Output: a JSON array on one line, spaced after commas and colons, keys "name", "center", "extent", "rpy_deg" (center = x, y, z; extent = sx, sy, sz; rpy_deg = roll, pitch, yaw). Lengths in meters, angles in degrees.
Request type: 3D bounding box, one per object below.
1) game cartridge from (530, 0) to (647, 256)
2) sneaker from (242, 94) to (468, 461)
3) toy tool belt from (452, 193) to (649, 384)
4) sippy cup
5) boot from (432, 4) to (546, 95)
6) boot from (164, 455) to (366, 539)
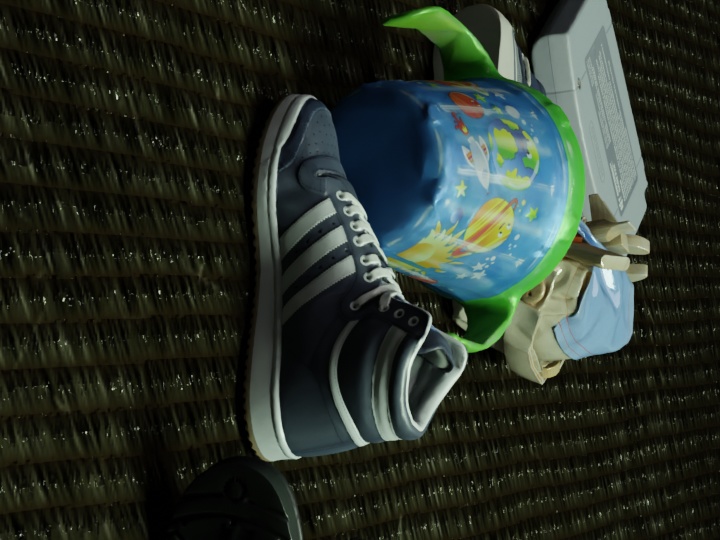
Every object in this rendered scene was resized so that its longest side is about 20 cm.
[{"name": "game cartridge", "center": [0.178, -0.111, 1.660], "extent": [0.134, 0.040, 0.202], "rpy_deg": [-62, 141, -57]}, {"name": "sneaker", "center": [0.000, 0.000, 1.138], "extent": [0.070, 0.107, 0.202], "rpy_deg": [34, 55, -61]}, {"name": "toy tool belt", "center": [0.145, 0.013, 1.453], "extent": [0.200, 0.122, 0.126], "rpy_deg": [22, 66, -64]}, {"name": "sippy cup", "center": [0.041, -0.052, 1.234], "extent": [0.130, 0.140, 0.178], "rpy_deg": [7, 40, -55]}, {"name": "boot", "center": [0.086, -0.071, 1.387], "extent": [0.090, 0.072, 0.201], "rpy_deg": [47, 42, -43]}, {"name": "boot", "center": [-0.030, 0.175, 1.083], "extent": [0.162, 0.073, 0.200], "rpy_deg": [-22, 113, -63]}]
